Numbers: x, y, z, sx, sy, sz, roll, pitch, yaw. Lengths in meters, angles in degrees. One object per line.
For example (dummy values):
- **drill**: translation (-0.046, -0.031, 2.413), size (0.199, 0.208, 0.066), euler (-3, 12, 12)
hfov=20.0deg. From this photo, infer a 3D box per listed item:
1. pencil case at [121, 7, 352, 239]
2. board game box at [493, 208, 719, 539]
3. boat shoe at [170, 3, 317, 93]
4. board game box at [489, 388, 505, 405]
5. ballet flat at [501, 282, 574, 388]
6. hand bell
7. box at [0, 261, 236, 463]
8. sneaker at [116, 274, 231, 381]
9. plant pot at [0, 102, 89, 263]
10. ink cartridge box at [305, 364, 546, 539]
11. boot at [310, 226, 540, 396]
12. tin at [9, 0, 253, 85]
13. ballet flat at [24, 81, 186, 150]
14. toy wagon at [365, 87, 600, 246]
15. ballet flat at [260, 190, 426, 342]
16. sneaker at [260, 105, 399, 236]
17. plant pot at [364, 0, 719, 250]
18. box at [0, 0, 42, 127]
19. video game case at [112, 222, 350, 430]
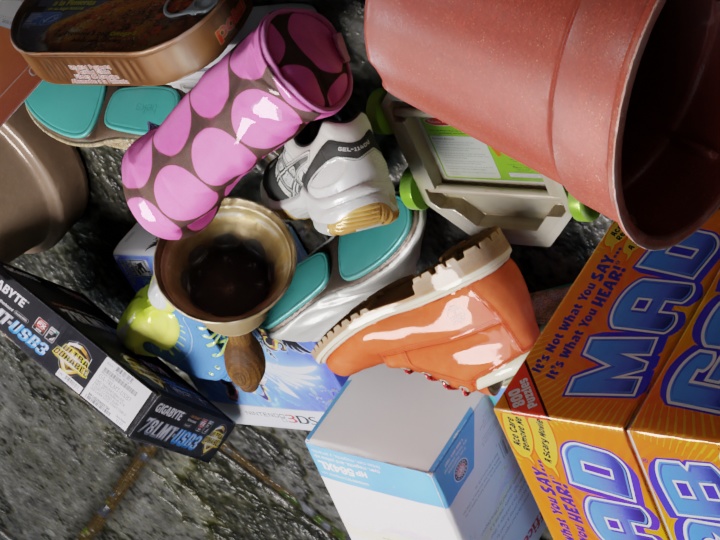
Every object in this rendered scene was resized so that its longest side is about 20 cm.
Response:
- **pencil case**: translation (-0.082, -0.101, 1.384), size (0.200, 0.093, 0.092), euler (-34, 72, 46)
- **board game box**: translation (0.243, 0.101, 1.327), size (0.198, 0.200, 0.201), euler (5, 135, 38)
- **boat shoe**: translation (-0.102, -0.149, 1.461), size (0.198, 0.072, 0.066), euler (-1, 128, 32)
- **board game box**: translation (0.196, 0.144, 1.562), size (0.151, 0.045, 0.201), euler (4, 135, 40)
- **ballet flat**: translation (0.118, 0.049, 1.489), size (0.068, 0.068, 0.199), euler (33, 153, -31)
- **hand bell**: translation (-0.093, 0.042, 1.535), size (0.103, 0.105, 0.201), euler (25, 154, 16)
- **box**: translation (-0.217, 0.075, 1.706), size (0.198, 0.050, 0.200), euler (39, -179, 19)
- **sneaker**: translation (-0.120, 0.028, 1.619), size (0.105, 0.076, 0.200), euler (32, 153, -9)
- **plant pot**: translation (-0.355, -0.058, 1.703), size (0.199, 0.175, 0.201), euler (24, 144, 19)
- **ink cartridge box**: translation (0.064, 0.173, 1.641), size (0.124, 0.129, 0.201), euler (10, 138, 34)
- **boot**: translation (0.049, 0.054, 1.463), size (0.199, 0.075, 0.108), euler (-26, 99, 44)
- **tin**: translation (-0.161, -0.180, 1.437), size (0.199, 0.113, 0.042), euler (6, 146, 39)
- **ballet flat**: translation (-0.181, -0.117, 1.568), size (0.199, 0.071, 0.065), euler (19, 174, 44)
- **toy wagon**: translation (0.077, -0.099, 1.381), size (0.154, 0.040, 0.201), euler (6, 135, 38)
- **ballet flat**: translation (0.000, 0.000, 1.548), size (0.069, 0.070, 0.200), euler (44, 132, -12)
- **sneaker**: translation (-0.024, -0.081, 1.454), size (0.200, 0.075, 0.089), euler (-164, 61, -69)
- **plant pot**: translation (0.119, -0.139, 1.172), size (0.194, 0.201, 0.202), euler (24, 145, 31)
- **box**: translation (-0.331, -0.205, 1.546), size (0.097, 0.125, 0.200), euler (-12, 124, 48)
- **video game case**: translation (-0.091, 0.049, 1.709), size (0.180, 0.046, 0.201), euler (1, 132, 40)
